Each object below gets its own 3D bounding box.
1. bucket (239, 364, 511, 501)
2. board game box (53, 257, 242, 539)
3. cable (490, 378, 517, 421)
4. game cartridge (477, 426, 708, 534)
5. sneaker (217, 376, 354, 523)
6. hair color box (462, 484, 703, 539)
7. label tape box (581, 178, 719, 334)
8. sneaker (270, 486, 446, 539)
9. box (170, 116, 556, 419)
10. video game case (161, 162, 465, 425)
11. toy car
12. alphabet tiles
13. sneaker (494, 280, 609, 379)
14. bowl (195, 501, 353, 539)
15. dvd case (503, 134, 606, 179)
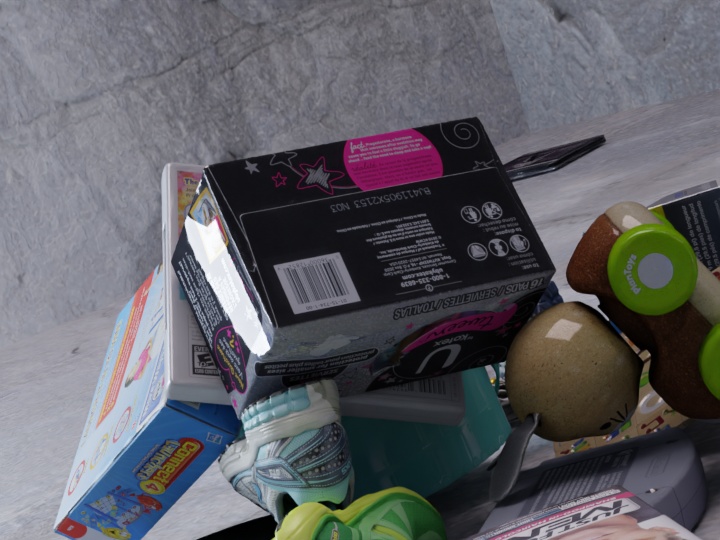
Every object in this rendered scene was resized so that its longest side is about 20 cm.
[{"bbox_3d":[0.002,0.095,1.793,0.207,0.135,0.207,-27,6,3],"label":"bucket"},{"bbox_3d":[-0.130,0.070,1.741,0.196,0.056,0.200,-47,23,48],"label":"board game box"},{"bbox_3d":[0.124,0.092,1.963,0.199,0.050,0.097,-18,7,12],"label":"cable"},{"bbox_3d":[0.146,0.146,1.541,0.133,0.041,0.200,-20,6,16],"label":"game cartridge"},{"bbox_3d":[-0.043,0.139,1.600,0.077,0.087,0.200,-15,-17,-8],"label":"sneaker"},{"bbox_3d":[0.123,0.168,1.302,0.100,0.061,0.200,-19,7,-7],"label":"hair color box"},{"bbox_3d":[0.280,0.004,1.866,0.199,0.145,0.063,-17,7,7],"label":"label tape box"},{"bbox_3d":[0.003,0.182,1.503,0.074,0.084,0.200,-49,-18,17],"label":"sneaker"},{"bbox_3d":[0.000,0.000,1.604,0.199,0.132,0.115,-12,-30,-24],"label":"box"},{"bbox_3d":[-0.033,0.015,1.671,0.199,0.182,0.024,6,-37,-14],"label":"video game case"},{"bbox_3d":[0.156,0.072,1.584,0.200,0.158,0.164,-45,1,6],"label":"toy car"},{"bbox_3d":[0.215,0.066,1.735,0.200,0.006,0.167,-36,20,15],"label":"alphabet tiles"},{"bbox_3d":[0.118,0.049,1.877,0.085,0.200,0.077,-29,27,51],"label":"sneaker"},{"bbox_3d":[-0.075,0.202,1.649,0.200,0.039,0.201,-18,6,2],"label":"bowl"},{"bbox_3d":[0.274,-0.167,3.849,0.148,0.016,0.200,-13,8,31],"label":"dvd case"}]
